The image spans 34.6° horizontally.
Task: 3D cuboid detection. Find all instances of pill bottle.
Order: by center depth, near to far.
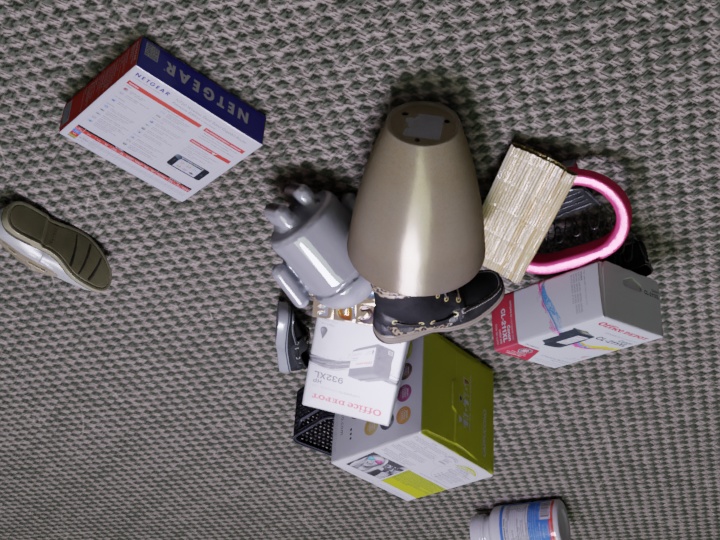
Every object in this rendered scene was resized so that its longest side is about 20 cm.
[{"bbox_3d":[0.338,0.552,2.459,0.197,0.114,0.112,-12,144,23],"label":"pill bottle"}]

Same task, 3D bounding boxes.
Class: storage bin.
[{"bbox_3d":[-0.011,0.275,2.097,0.198,0.095,0.135,25,141,-28],"label":"storage bin"}]

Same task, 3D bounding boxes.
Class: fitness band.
[{"bbox_3d":[0.265,-0.068,1.551,0.198,0.038,0.145,-17,114,33],"label":"fitness band"}]

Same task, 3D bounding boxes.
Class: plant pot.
[{"bbox_3d":[0.076,-0.105,1.465,0.184,0.189,0.202,3,133,1],"label":"plant pot"}]

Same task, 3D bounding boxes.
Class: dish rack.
[{"bbox_3d":[0.301,-0.040,1.628,0.152,0.055,0.199,-23,137,33],"label":"dish rack"}]

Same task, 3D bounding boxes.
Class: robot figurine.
[{"bbox_3d":[-0.046,-0.029,1.597,0.201,0.169,0.113,50,171,-20],"label":"robot figurine"}]

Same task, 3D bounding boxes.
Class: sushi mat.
[{"bbox_3d":[0.208,-0.074,1.541,0.095,0.012,0.201,25,131,4],"label":"sushi mat"}]

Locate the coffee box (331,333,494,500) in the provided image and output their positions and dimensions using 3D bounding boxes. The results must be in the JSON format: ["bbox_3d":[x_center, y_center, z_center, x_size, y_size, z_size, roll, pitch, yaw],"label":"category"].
[{"bbox_3d":[0.093,0.242,1.939,0.196,0.202,0.199,-24,137,35],"label":"coffee box"}]

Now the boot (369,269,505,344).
[{"bbox_3d":[0.102,0.021,1.589,0.197,0.074,0.151,-16,147,-1],"label":"boot"}]

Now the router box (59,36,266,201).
[{"bbox_3d":[-0.250,-0.185,1.472,0.199,0.049,0.178,30,138,-34],"label":"router box"}]

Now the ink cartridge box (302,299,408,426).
[{"bbox_3d":[-0.001,0.119,1.770,0.143,0.084,0.203,13,115,5],"label":"ink cartridge box"}]

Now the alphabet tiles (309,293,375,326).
[{"bbox_3d":[0.000,0.000,1.671,0.197,0.008,0.170,9,113,7],"label":"alphabet tiles"}]

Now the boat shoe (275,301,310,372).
[{"bbox_3d":[-0.109,0.108,1.888,0.056,0.070,0.201,0,153,-1],"label":"boat shoe"}]

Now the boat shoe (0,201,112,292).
[{"bbox_3d":[-0.458,-0.031,1.713,0.068,0.075,0.200,-17,134,39],"label":"boat shoe"}]

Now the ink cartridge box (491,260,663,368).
[{"bbox_3d":[0.306,0.066,1.640,0.145,0.084,0.199,17,153,-38],"label":"ink cartridge box"}]
